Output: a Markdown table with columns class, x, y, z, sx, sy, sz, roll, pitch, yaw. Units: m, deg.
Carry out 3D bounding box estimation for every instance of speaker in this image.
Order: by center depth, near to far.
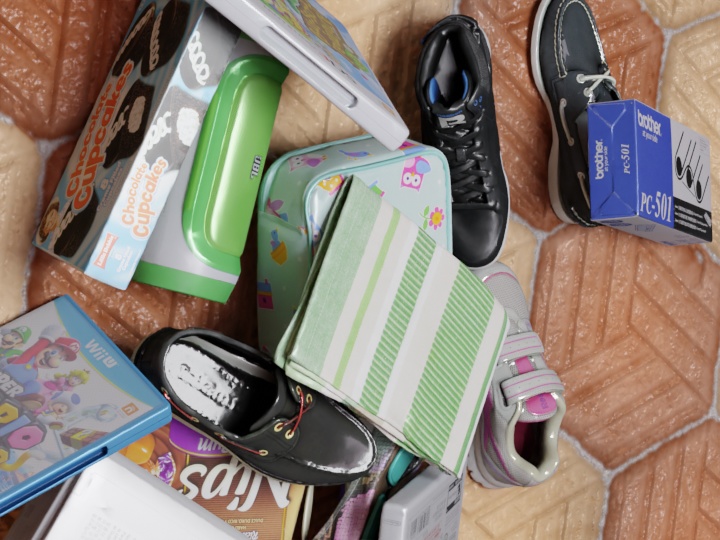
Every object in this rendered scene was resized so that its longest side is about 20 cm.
| class | x | y | z | sx | sy | sz | roll | pitch | yaw |
| --- | --- | --- | --- | --- | --- | --- | --- | --- | --- |
| speaker | -0.109 | -0.082 | 1.288 | 0.088 | 0.088 | 0.202 | 15 | 88 | -32 |

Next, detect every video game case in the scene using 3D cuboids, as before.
| class | x | y | z | sx | sy | sz | roll | pitch | yaw |
| --- | --- | --- | --- | --- | --- | --- | --- | --- | --- |
| video game case | -0.248 | 0.101 | 1.195 | 0.199 | 0.143 | 0.018 | -28 | 138 | -26 |
| video game case | -0.056 | -0.182 | 1.252 | 0.182 | 0.200 | 0.022 | 37 | 104 | -29 |
| video game case | 0.042 | 0.249 | 1.375 | 0.200 | 0.023 | 0.184 | -20 | 117 | -73 |

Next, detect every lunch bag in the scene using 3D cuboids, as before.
| class | x | y | z | sx | sy | sz | roll | pitch | yaw |
| --- | --- | --- | --- | --- | --- | --- | --- | --- | --- |
| lunch bag | 0.000 | 0.000 | 1.354 | 0.159 | 0.077 | 0.202 | -18 | 118 | -36 |

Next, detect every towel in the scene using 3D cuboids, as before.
| class | x | y | z | sx | sy | sz | roll | pitch | yaw |
| --- | --- | --- | --- | --- | --- | --- | --- | --- | --- |
| towel | 0.030 | 0.047 | 1.303 | 0.200 | 0.023 | 0.154 | 37 | 65 | -37 |

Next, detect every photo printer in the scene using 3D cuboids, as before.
| class | x | y | z | sx | sy | sz | roll | pitch | yaw |
| --- | --- | --- | --- | --- | --- | --- | --- | --- | --- |
| photo printer | -0.160 | 0.232 | 1.234 | 0.199 | 0.069 | 0.167 | 36 | 75 | -27 |

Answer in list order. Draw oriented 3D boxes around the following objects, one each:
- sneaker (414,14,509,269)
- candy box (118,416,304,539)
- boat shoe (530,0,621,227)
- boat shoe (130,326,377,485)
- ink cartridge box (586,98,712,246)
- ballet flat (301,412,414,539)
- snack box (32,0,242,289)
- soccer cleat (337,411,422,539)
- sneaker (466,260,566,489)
| class | x | y | z | sx | sy | sz | roll | pitch | yaw |
| --- | --- | --- | --- | --- | --- | --- | --- | --- | --- |
| sneaker | 0.072 | -0.098 | 1.377 | 0.072 | 0.112 | 0.202 | -6 | 93 | 10 |
| candy box | -0.134 | 0.143 | 1.314 | 0.198 | 0.056 | 0.118 | 16 | 87 | -30 |
| boat shoe | 0.192 | -0.137 | 1.483 | 0.075 | 0.060 | 0.202 | -20 | 106 | -31 |
| boat shoe | -0.069 | 0.102 | 1.267 | 0.200 | 0.063 | 0.074 | 29 | 73 | -22 |
| ink cartridge box | 0.243 | -0.078 | 1.470 | 0.199 | 0.044 | 0.095 | 12 | 76 | -61 |
| ballet flat | 0.000 | 0.157 | 1.349 | 0.071 | 0.069 | 0.201 | 23 | 73 | 13 |
| snack box | -0.156 | -0.094 | 1.228 | 0.037 | 0.116 | 0.202 | 25 | 88 | -30 |
| soccer cleat | 0.011 | 0.181 | 1.413 | 0.067 | 0.073 | 0.202 | 10 | 72 | -3 |
| sneaker | 0.128 | 0.088 | 1.452 | 0.081 | 0.088 | 0.202 | -20 | 105 | -28 |
